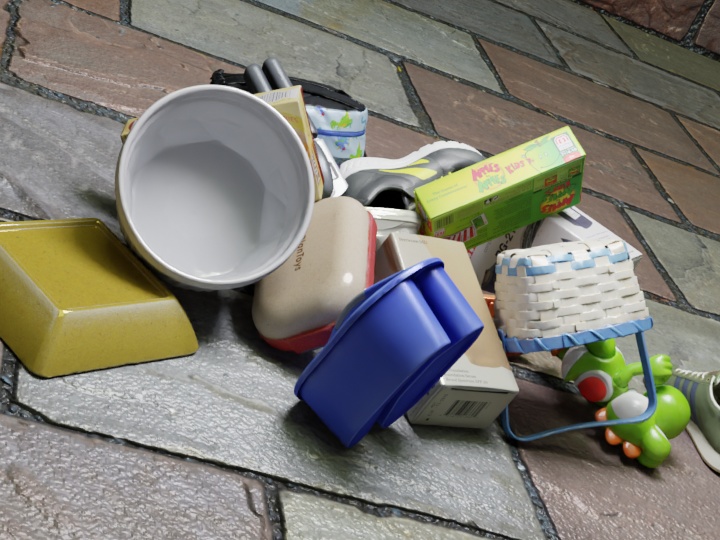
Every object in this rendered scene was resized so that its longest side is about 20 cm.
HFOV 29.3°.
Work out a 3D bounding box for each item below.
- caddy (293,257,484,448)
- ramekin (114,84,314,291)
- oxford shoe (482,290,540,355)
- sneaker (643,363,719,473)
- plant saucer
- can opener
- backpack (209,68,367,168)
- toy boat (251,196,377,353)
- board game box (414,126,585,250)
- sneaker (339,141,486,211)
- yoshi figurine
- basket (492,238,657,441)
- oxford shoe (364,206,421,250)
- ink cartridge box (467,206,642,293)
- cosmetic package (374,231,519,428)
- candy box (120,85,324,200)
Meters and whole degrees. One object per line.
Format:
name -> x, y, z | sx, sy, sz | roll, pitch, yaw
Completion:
caddy -> 0.020, 0.072, 1.301 | 0.105, 0.200, 0.141 | 50, 33, 15
ramekin -> -0.153, -0.074, 1.378 | 0.198, 0.203, 0.105 | 20, -17, -14
oxford shoe -> 0.124, 0.043, 1.604 | 0.198, 0.072, 0.073 | 18, 20, -17
sneaker -> 0.419, 0.151, 1.654 | 0.066, 0.091, 0.201 | 11, 28, -27
plant saucer -> -0.271, 0.011, 1.301 | 0.200, 0.049, 0.199 | 42, 29, 30
can opener -> -0.074, -0.169, 1.633 | 0.052, 0.067, 0.201 | -22, 71, -24
backpack -> -0.089, -0.185, 1.751 | 0.197, 0.156, 0.163 | -8, 14, -8
toy boat -> -0.032, 0.020, 1.452 | 0.201, 0.129, 0.131 | -85, 151, -47
board game box -> 0.163, -0.087, 1.614 | 0.198, 0.102, 0.048 | -22, 60, -8
sneaker -> 0.067, -0.097, 1.674 | 0.197, 0.075, 0.085 | -12, 43, -13
yoshi figurine -> 0.301, 0.125, 1.565 | 0.201, 0.111, 0.112 | 58, 9, 19
basket -> 0.227, 0.071, 1.465 | 0.174, 0.203, 0.139 | -6, -2, -16
oxford shoe -> -0.025, -0.043, 1.562 | 0.197, 0.059, 0.075 | 3, -4, -17
ink cartridge box -> 0.226, -0.011, 1.715 | 0.199, 0.146, 0.084 | 38, 28, 24
cosmetic package -> 0.082, 0.062, 1.452 | 0.104, 0.071, 0.202 | 6, 49, -31
candy box -> -0.147, -0.120, 1.486 | 0.197, 0.117, 0.055 | -10, 24, 7
